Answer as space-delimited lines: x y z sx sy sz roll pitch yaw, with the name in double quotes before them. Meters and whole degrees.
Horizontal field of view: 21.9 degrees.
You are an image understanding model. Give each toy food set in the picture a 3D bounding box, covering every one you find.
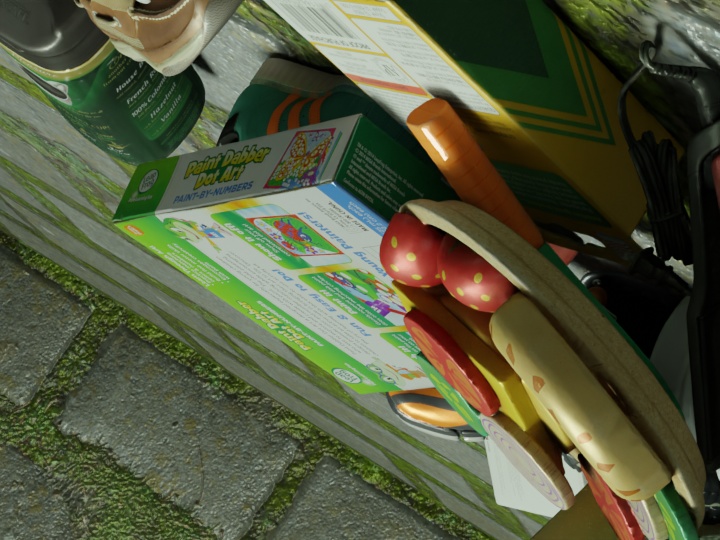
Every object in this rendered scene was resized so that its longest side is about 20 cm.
"toy food set" 0.080 0.051 0.825 0.200 0.049 0.198 42 169 38

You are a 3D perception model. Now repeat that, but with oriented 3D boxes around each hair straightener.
"hair straightener" 0.134 -0.003 0.774 0.077 0.041 0.201 8 125 46

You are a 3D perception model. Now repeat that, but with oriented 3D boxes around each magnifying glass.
"magnifying glass" 0.083 0.006 0.832 0.200 0.022 0.080 55 170 -22

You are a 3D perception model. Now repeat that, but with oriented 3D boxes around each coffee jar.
"coffee jar" -0.176 -0.148 1.193 0.104 0.086 0.200 34 172 20

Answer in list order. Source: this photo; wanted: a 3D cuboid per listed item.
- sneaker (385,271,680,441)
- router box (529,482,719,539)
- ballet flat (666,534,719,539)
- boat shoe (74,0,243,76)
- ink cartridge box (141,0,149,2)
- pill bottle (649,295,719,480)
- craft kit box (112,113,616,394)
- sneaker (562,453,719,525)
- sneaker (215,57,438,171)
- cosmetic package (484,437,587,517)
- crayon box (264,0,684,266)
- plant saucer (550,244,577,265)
"sneaker" 0.108 0.042 1.069 0.198 0.078 0.112 -7 155 5
"router box" 0.191 0.174 0.962 0.199 0.157 0.052 26 142 37
"ballet flat" 0.184 0.151 0.883 0.198 0.070 0.071 -5 167 3
"boat shoe" -0.115 -0.154 1.004 0.072 0.076 0.200 40 168 -21
"ink cartridge box" -0.126 -0.198 0.786 0.116 0.068 0.200 34 170 5
"pill bottle" 0.231 0.076 0.839 0.199 0.112 0.112 29 170 39
"craft kit box" 0.000 0.000 0.988 0.200 0.049 0.197 37 151 -32
"sneaker" 0.194 0.086 0.957 0.198 0.080 0.078 8 151 7
"sneaker" -0.019 -0.068 1.069 0.071 0.080 0.200 40 169 -29
"cosmetic package" 0.159 0.112 1.217 0.200 0.112 0.082 174 85 -79
"crayon box" 0.057 -0.082 0.837 0.200 0.052 0.125 41 169 -31
"plant saucer" 0.021 0.000 1.159 0.198 0.037 0.200 8 172 -5
